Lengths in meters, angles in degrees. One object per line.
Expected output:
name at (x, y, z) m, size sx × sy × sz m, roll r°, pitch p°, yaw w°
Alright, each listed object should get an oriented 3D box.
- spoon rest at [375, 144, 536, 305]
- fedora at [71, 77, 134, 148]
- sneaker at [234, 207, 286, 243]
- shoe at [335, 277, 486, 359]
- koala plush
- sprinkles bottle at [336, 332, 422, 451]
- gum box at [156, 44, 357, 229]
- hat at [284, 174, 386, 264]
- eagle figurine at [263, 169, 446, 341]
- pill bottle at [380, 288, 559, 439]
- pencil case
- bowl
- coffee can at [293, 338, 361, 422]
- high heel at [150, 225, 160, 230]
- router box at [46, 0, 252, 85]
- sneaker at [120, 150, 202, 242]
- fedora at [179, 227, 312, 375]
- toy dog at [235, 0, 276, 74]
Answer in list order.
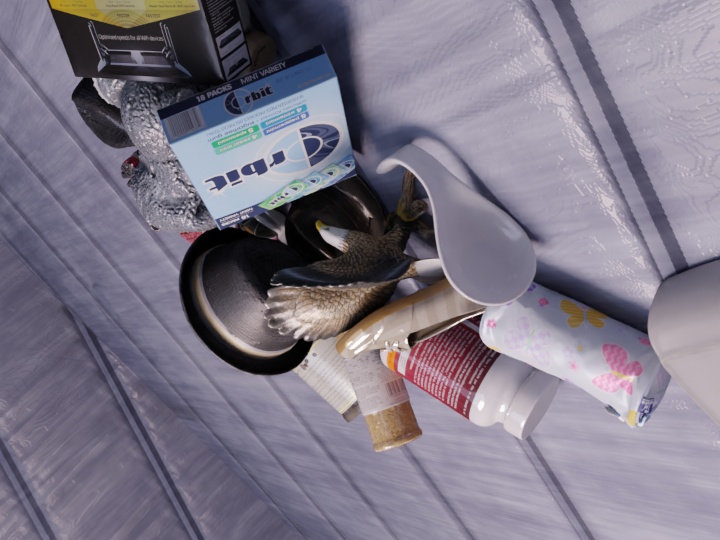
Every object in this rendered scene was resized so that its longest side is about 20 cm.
spoon rest at (0.095, -0.051, 0.918) m, size 0.200 × 0.099 × 0.061 m, roll 49°, pitch 160°, yaw 12°
fedora at (-0.328, -0.225, 1.258) m, size 0.200 × 0.092 × 0.201 m, roll 34°, pitch 155°, yaw 18°
sneaker at (-0.143, -0.041, 1.262) m, size 0.080 × 0.086 × 0.200 m, roll 38°, pitch 172°, yaw 14°
shoe at (0.063, 0.057, 1.022) m, size 0.054 × 0.199 × 0.070 m, roll 65°, pitch -167°, yaw 14°
koala plush at (-0.208, -0.156, 1.038) m, size 0.177 × 0.184 × 0.200 m, roll 33°, pitch 165°, yaw 25°
sprinkles bottle at (0.016, 0.130, 1.180) m, size 0.068 × 0.068 × 0.201 m, roll -34°, pitch 74°, yaw 66°
gum box at (-0.096, -0.129, 0.936) m, size 0.200 × 0.169 × 0.045 m, roll 77°, pitch 170°, yaw -69°
hat at (-0.049, -0.053, 1.137) m, size 0.200 × 0.081 × 0.201 m, roll 35°, pitch 155°, yaw 19°
eagle figurine at (-0.006, -0.002, 1.007) m, size 0.151 × 0.200 × 0.152 m, roll 14°, pitch 144°, yaw 46°
pill bottle at (0.132, 0.114, 1.099) m, size 0.200 × 0.113 × 0.113 m, roll 31°, pitch 154°, yaw 25°
pencil case at (0.221, 0.079, 0.939) m, size 0.199 × 0.083 × 0.091 m, roll 29°, pitch 131°, yaw 29°
bowl at (0.349, 0.085, 0.769) m, size 0.200 × 0.075 × 0.200 m, roll 44°, pitch 157°, yaw -8°
coffee can at (-0.043, 0.093, 1.289) m, size 0.200 × 0.146 × 0.146 m, roll 42°, pitch 156°, yaw 1°
high heel at (-0.195, -0.098, 1.206) m, size 0.200 × 0.143 × 0.072 m, roll 4°, pitch 136°, yaw 54°
router box at (-0.215, -0.264, 0.875) m, size 0.199 × 0.052 × 0.158 m, roll 10°, pitch 130°, yaw 27°
sneaker at (-0.253, -0.108, 1.334) m, size 0.200 × 0.075 × 0.081 m, roll 45°, pitch 148°, yaw -9°
fedora at (-0.115, 0.026, 1.094) m, size 0.201 × 0.201 × 0.091 m, roll 48°, pitch 136°, yaw -13°
toy dog at (-0.157, -0.267, 0.920) m, size 0.131 × 0.096 × 0.200 m, roll 16°, pitch 146°, yaw 34°
